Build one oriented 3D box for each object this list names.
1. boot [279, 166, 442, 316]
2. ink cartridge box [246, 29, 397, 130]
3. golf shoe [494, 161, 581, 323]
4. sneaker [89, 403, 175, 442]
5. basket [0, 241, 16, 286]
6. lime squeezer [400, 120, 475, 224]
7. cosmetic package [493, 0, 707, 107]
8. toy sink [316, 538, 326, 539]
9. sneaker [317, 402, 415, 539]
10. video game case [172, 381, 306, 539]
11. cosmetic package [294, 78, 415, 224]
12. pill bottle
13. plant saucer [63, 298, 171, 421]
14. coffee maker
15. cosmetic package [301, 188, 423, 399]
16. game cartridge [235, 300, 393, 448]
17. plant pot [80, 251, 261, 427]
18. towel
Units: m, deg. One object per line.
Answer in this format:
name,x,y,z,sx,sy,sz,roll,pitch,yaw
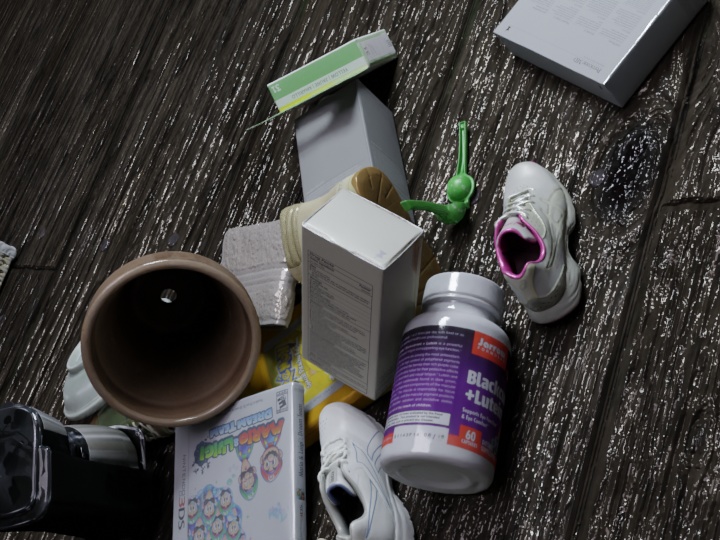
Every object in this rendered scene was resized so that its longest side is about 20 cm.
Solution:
boot,0.000,0.000,1.308,0.155,0.200,0.073,-21,10,45
ink cartridge box,-0.054,-0.242,1.503,0.145,0.048,0.200,-23,6,29
golf shoe,0.174,-0.045,1.218,0.075,0.091,0.200,-29,45,26
sneaker,-0.255,0.175,1.467,0.200,0.067,0.090,-41,37,8
basket,-0.697,0.001,1.887,0.198,0.200,0.161,-5,62,40
lime squeezer,0.097,-0.094,1.343,0.038,0.071,0.200,-37,11,40
cosmetic package,0.263,-0.284,1.329,0.151,0.052,0.200,-50,42,1
toy sink,0.002,0.363,1.064,0.112,0.130,0.200,-45,43,8
sneaker,-0.006,0.207,1.209,0.074,0.087,0.200,-40,43,16
video game case,-0.137,0.234,1.323,0.200,0.024,0.182,-22,59,37
cosmetic package,-0.010,-0.121,1.440,0.107,0.090,0.200,-29,44,25
pill bottle,0.089,0.108,1.173,0.111,0.111,0.200,-10,57,37
plant saucer,-0.327,0.102,1.544,0.200,0.050,0.200,-39,21,19
coffee maker,-0.331,0.255,1.350,0.135,0.200,0.192,-37,64,14
cosmetic package,-0.001,0.027,1.211,0.105,0.200,0.071,30,51,22
game cartridge,-0.065,0.115,1.366,0.200,0.032,0.177,-36,44,17
plant pot,-0.222,0.055,1.386,0.200,0.200,0.175,-46,22,7
towel,-0.128,0.007,1.440,0.200,0.034,0.133,-8,71,59
